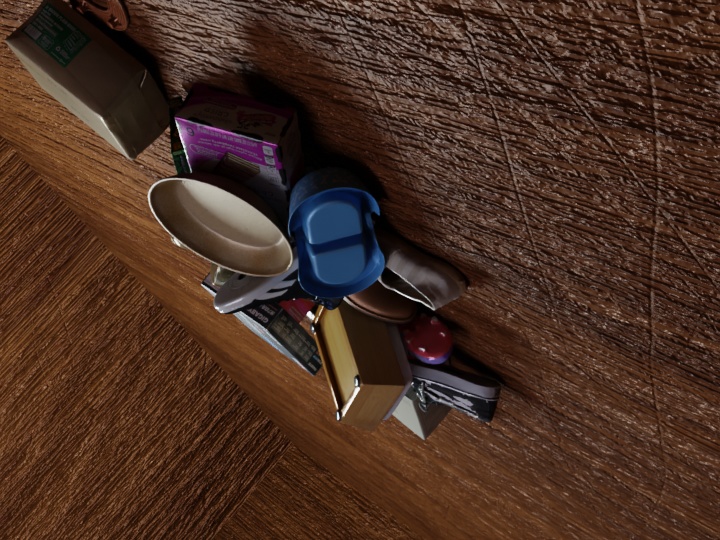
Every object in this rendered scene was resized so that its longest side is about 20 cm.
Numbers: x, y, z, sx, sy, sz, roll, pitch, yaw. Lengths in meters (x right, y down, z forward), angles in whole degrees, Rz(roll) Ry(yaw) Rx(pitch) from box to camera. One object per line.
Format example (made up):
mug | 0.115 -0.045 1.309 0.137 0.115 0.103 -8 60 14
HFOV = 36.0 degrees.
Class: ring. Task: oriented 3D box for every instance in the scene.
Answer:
ring | -0.390 -0.397 1.490 0.200 0.019 0.201 39 165 13

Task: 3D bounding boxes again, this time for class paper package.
paper package | -0.395 -0.284 1.639 0.200 0.104 0.191 39 170 11

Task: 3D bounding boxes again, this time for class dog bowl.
dog bowl | -0.032 -0.047 1.365 0.200 0.111 0.050 82 173 -50

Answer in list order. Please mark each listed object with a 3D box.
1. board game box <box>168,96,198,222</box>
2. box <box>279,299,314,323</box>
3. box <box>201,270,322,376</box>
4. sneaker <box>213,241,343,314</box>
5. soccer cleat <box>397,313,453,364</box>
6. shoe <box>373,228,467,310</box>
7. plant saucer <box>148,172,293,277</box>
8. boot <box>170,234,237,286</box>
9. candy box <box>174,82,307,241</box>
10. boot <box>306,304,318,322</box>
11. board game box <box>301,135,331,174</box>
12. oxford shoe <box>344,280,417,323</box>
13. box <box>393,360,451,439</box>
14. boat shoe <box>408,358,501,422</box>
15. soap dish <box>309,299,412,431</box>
board game box | -0.239 -0.156 1.522 0.200 0.023 0.105 -109 3 -60
box | -0.140 -0.012 1.763 0.095 0.100 0.200 31 168 37
box | -0.152 0.081 1.801 0.159 0.046 0.200 32 169 32
sneaker | -0.090 0.028 1.491 0.112 0.200 0.073 50 -164 -31
soccer cleat | 0.082 0.102 1.601 0.200 0.067 0.077 26 148 60
shoe | 0.050 -0.002 1.414 0.200 0.053 0.070 26 159 47
plant saucer | -0.168 -0.064 1.388 0.199 0.036 0.200 20 152 11
boot | -0.205 -0.042 1.596 0.066 0.175 0.200 46 -162 -31
candy box | -0.139 -0.129 1.359 0.136 0.061 0.200 16 151 14
boot | -0.040 0.083 1.878 0.200 0.070 0.146 30 159 38
board game box | -0.101 -0.148 1.449 0.105 0.023 0.200 49 165 -16
oxford shoe | 0.000 0.000 1.538 0.200 0.071 0.071 37 142 1
box | 0.094 0.188 1.781 0.078 0.095 0.200 36 163 23
boat shoe | 0.111 0.172 1.638 0.199 0.068 0.074 16 -170 22
soap dish | -0.004 0.115 1.605 0.158 0.081 0.201 117 140 -55
